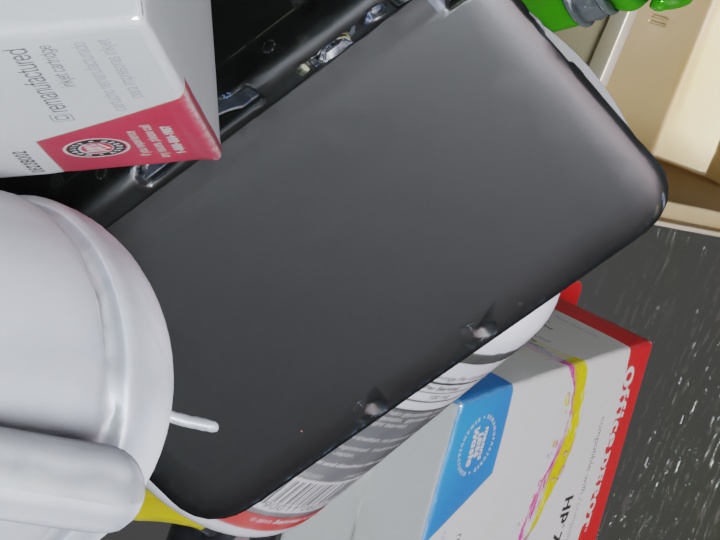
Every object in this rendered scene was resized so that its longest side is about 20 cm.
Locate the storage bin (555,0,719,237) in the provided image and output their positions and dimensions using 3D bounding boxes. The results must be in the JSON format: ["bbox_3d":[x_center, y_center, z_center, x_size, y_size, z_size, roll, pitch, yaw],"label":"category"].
[{"bbox_3d":[0.144,-0.123,1.137,0.199,0.094,0.200,9,106,-48],"label":"storage bin"}]

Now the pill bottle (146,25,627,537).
[{"bbox_3d":[0.000,0.000,0.983,0.116,0.116,0.200,4,143,-47],"label":"pill bottle"}]

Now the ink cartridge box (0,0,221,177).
[{"bbox_3d":[-0.148,-0.075,0.756,0.145,0.200,0.083,66,20,-78],"label":"ink cartridge box"}]

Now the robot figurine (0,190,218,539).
[{"bbox_3d":[-0.133,0.029,0.777,0.200,0.170,0.113,9,109,-48],"label":"robot figurine"}]

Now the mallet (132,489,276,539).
[{"bbox_3d":[-0.080,0.078,1.040,0.066,0.041,0.200,-61,154,-3],"label":"mallet"}]

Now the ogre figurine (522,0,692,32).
[{"bbox_3d":[0.010,-0.137,0.962,0.200,0.098,0.120,19,142,-41],"label":"ogre figurine"}]

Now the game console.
[{"bbox_3d":[-0.034,-0.049,0.896,0.200,0.176,0.116,-36,149,15],"label":"game console"}]

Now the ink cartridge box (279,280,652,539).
[{"bbox_3d":[0.055,0.077,1.160,0.200,0.067,0.116,-14,123,-55],"label":"ink cartridge box"}]
